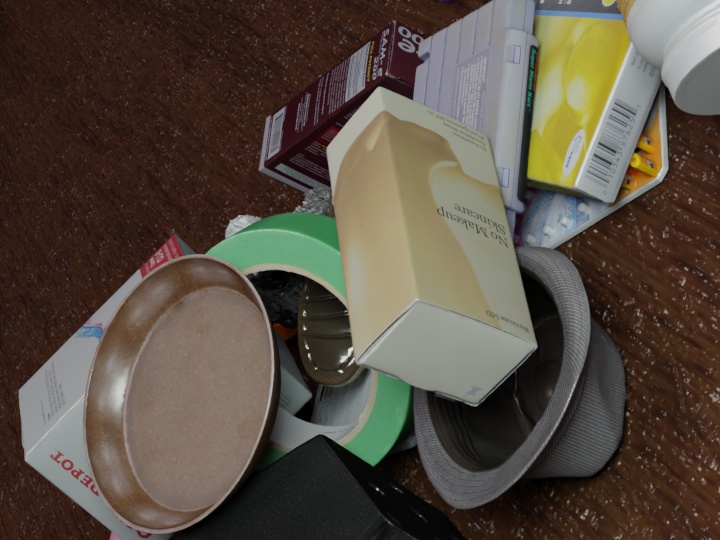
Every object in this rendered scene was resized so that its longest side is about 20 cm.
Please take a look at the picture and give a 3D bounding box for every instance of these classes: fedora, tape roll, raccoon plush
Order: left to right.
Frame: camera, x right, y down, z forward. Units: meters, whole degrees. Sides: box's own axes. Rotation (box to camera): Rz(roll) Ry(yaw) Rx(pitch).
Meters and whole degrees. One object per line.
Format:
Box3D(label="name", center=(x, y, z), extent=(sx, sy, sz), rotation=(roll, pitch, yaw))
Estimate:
Box3D(label="tape roll", center=(-0.043, 0.059, 1.202), extent=(0.201, 0.201, 0.048), rotation=(-48, -8, 31))
Box3D(label="raccoon plush", center=(-0.039, -0.035, 1.333), extent=(0.200, 0.096, 0.135), rotation=(84, -154, -68))
Box3D(label="fedora", center=(0.118, 0.080, 1.088), extent=(0.178, 0.090, 0.200), rotation=(-59, 28, 14))

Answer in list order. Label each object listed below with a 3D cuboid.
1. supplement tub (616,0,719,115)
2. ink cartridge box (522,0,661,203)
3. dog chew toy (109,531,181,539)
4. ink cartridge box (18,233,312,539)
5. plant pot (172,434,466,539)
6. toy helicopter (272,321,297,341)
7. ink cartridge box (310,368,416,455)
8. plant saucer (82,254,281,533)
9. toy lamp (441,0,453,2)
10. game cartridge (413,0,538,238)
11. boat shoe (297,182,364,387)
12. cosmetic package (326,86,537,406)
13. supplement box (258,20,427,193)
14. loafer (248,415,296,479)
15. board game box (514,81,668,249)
Box3D(label="supplement tub", center=(0.223, -0.216, 1.022), extent=(0.144, 0.144, 0.202), rotation=(-36, 63, 43))
Box3D(label="ink cartridge box", center=(0.153, -0.158, 1.197), extent=(0.200, 0.047, 0.199), rotation=(19, 88, 59))
Box3D(label="dog chew toy", center=(-0.170, 0.254, 1.436), extent=(0.125, 0.124, 0.200), rotation=(-57, 22, 17))
Box3D(label="ink cartridge box", center=(-0.169, 0.104, 1.350), extent=(0.200, 0.145, 0.145), rotation=(-44, 23, 3))
Box3D(label="plant pot", center=(-0.011, 0.238, 1.111), extent=(0.178, 0.200, 0.200), rotation=(-51, 30, 3))
Box3D(label="toy helicopter", center=(-0.127, 0.050, 1.506), extent=(0.199, 0.079, 0.132), rotation=(-32, 4, 9))
Box3D(label="ink cartridge box", center=(0.013, 0.076, 1.342), extent=(0.200, 0.047, 0.162), rotation=(143, 142, -69))
Box3D(label="plant saucer", center=(-0.124, 0.090, 1.161), extent=(0.199, 0.034, 0.202), rotation=(-14, 68, 39))
Box3D(label="toy lamp", center=(0.120, -0.326, 1.416), extent=(0.200, 0.058, 0.058), rotation=(-52, 32, 30))
Box3D(label="game cartridge", center=(0.080, -0.096, 1.206), extent=(0.129, 0.038, 0.202), rotation=(-17, 61, 53))
Box3D(label="boat shoe", center=(0.000, 0.000, 1.287), extent=(0.076, 0.071, 0.202), rotation=(65, -142, -71))
Box3D(label="cosmetic package", center=(0.044, -0.019, 1.079), extent=(0.071, 0.105, 0.201), rotation=(-47, 37, 34))
Box3D(label="supplement box", center=(0.009, -0.130, 1.408), extent=(0.199, 0.108, 0.061), rotation=(-29, 45, 47))
Box3D(label="loafer", center=(-0.086, 0.142, 1.405), extent=(0.073, 0.072, 0.200), rotation=(-65, 28, 19))
Box3D(label="board game box", center=(0.153, -0.114, 1.237), extent=(0.200, 0.026, 0.202), rotation=(-34, 43, 45))
